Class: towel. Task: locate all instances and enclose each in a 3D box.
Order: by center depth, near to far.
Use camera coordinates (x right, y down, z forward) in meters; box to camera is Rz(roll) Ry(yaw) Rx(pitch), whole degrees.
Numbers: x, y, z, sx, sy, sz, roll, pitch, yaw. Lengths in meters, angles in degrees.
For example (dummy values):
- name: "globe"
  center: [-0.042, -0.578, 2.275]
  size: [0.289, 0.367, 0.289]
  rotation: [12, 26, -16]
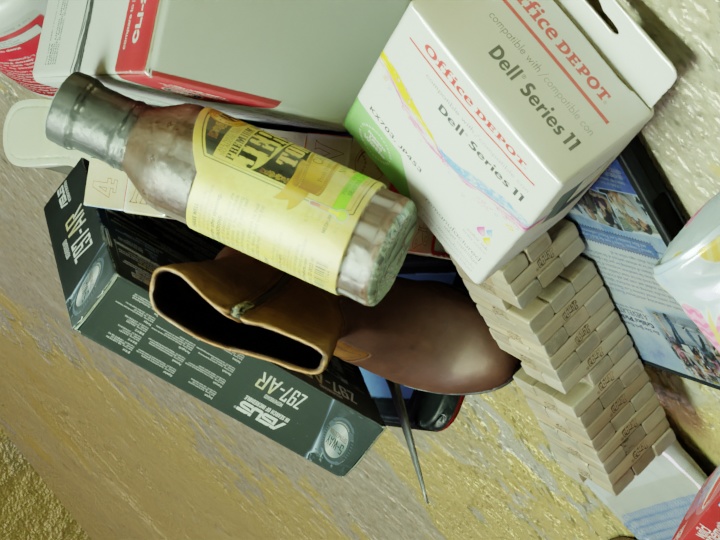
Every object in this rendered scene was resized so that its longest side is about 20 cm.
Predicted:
- name: "towel"
  center: [0.223, 0.171, 1.500]
  size: [0.200, 0.024, 0.147]
  rotation: [45, 161, -1]

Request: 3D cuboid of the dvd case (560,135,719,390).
- name: "dvd case"
  center: [0.137, -0.017, 1.282]
  size: [0.143, 0.018, 0.200]
  rotation: [19, 148, 56]

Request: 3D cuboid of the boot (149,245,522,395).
- name: "boot"
  center: [-0.006, 0.028, 1.312]
  size: [0.188, 0.069, 0.200]
  rotation: [28, -173, 6]

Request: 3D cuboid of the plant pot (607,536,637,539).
- name: "plant pot"
  center: [0.187, 0.314, 1.655]
  size: [0.200, 0.175, 0.200]
  rotation: [42, 164, 15]

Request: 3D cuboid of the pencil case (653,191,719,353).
- name: "pencil case"
  center: [0.225, 0.042, 1.090]
  size: [0.200, 0.083, 0.091]
  rotation: [47, 160, -1]

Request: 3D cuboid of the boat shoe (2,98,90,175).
- name: "boat shoe"
  center: [-0.193, -0.098, 1.829]
  size: [0.202, 0.072, 0.060]
  rotation: [11, -177, 44]

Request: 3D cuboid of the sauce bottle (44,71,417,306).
- name: "sauce bottle"
  center: [-0.070, -0.047, 1.245]
  size: [0.200, 0.065, 0.065]
  rotation: [24, 159, 9]

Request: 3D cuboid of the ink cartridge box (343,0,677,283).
- name: "ink cartridge box"
  center: [0.069, -0.083, 1.167]
  size: [0.117, 0.067, 0.200]
  rotation: [50, 159, 7]

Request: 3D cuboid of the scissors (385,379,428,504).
- name: "scissors"
  center: [0.012, 0.044, 1.448]
  size: [0.073, 0.014, 0.200]
  rotation: [-17, 84, 66]

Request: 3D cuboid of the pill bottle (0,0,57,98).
- name: "pill bottle"
  center: [-0.204, -0.176, 1.526]
  size: [0.112, 0.112, 0.200]
  rotation: [39, -179, 24]

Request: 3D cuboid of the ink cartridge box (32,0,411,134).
- name: "ink cartridge box"
  center: [-0.082, -0.130, 1.330]
  size: [0.144, 0.084, 0.200]
  rotation: [12, 178, -26]

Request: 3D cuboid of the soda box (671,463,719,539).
- name: "soda box"
  center: [0.222, 0.136, 1.321]
  size: [0.063, 0.070, 0.200]
  rotation: [30, 160, 6]

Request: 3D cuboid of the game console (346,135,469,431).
- name: "game console"
  center: [0.000, 0.000, 1.497]
  size: [0.119, 0.172, 0.200]
  rotation: [24, 171, -19]

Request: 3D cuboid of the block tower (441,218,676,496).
- name: "block tower"
  center: [0.116, 0.044, 1.345]
  size: [0.058, 0.054, 0.200]
  rotation: [30, 157, 46]

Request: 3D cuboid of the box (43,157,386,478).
- name: "box"
  center: [-0.089, 0.027, 1.425]
  size: [0.200, 0.044, 0.160]
  rotation: [31, -164, -27]

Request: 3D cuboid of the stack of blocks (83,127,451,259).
- name: "stack of blocks"
  center: [-0.043, -0.049, 1.365]
  size: [0.200, 0.059, 0.115]
  rotation: [9, 180, 28]
